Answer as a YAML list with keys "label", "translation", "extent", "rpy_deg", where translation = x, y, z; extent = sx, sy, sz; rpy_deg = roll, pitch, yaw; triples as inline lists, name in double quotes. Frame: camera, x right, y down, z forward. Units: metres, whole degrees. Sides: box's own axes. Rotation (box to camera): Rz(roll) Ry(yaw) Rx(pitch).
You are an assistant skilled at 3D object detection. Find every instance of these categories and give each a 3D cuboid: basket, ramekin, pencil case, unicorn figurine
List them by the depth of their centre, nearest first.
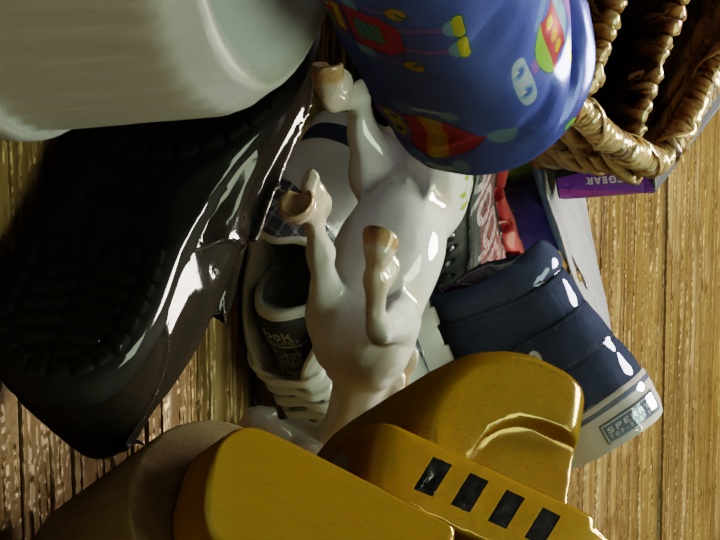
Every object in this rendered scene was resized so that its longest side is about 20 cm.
- label: "ramekin"
  translation: [-0.069, -0.137, 0.924]
  extent: [0.202, 0.094, 0.203]
  rpy_deg: [5, 90, -73]
- label: "pencil case"
  translation: [0.026, -0.108, 0.939]
  extent: [0.087, 0.078, 0.200]
  rpy_deg: [-49, 153, -12]
- label: "unicorn figurine"
  translation: [0.000, 0.000, 1.087]
  extent: [0.200, 0.074, 0.137]
  rpy_deg: [-55, 155, -25]
- label: "basket"
  translation: [0.115, -0.139, 1.183]
  extent: [0.143, 0.149, 0.200]
  rpy_deg: [25, 81, -26]

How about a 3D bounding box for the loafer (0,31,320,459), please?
- label: "loafer"
  translation: [-0.070, -0.018, 1.006]
  extent: [0.071, 0.073, 0.200]
  rpy_deg: [84, 27, -48]

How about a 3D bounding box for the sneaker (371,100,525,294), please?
- label: "sneaker"
  translation: [0.029, -0.023, 1.293]
  extent: [0.098, 0.071, 0.201]
  rpy_deg: [-42, 142, -48]

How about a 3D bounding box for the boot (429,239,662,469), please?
- label: "boot"
  translation: [0.048, 0.048, 1.280]
  extent: [0.073, 0.200, 0.090]
  rpy_deg: [-33, 93, -35]

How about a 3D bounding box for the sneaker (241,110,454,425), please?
- label: "sneaker"
  translation: [-0.011, 0.035, 1.203]
  extent: [0.081, 0.076, 0.200]
  rpy_deg: [-49, 138, -41]

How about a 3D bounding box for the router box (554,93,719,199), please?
- label: "router box"
  translation: [0.127, -0.132, 1.375]
  extent: [0.200, 0.051, 0.149]
  rpy_deg: [-46, 129, -64]

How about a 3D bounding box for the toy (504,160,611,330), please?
- label: "toy"
  translation: [0.080, -0.053, 1.417]
  extent: [0.200, 0.047, 0.115]
  rpy_deg: [-90, 160, -49]

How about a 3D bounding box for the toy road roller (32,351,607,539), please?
- label: "toy road roller"
  translation: [-0.002, 0.089, 1.009]
  extent: [0.200, 0.123, 0.146]
  rpy_deg: [26, 55, -22]
